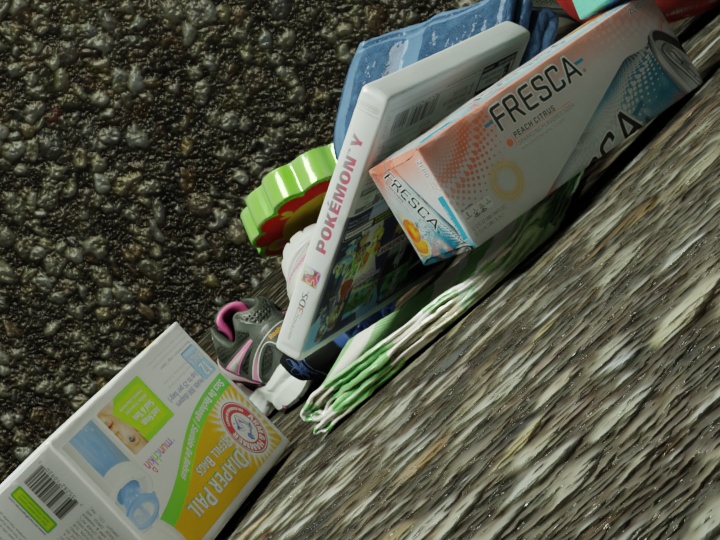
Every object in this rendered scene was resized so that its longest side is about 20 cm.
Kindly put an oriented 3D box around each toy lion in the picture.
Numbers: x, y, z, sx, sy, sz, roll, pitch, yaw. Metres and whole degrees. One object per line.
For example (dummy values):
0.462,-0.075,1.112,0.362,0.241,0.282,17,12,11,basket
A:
0.008,-0.073,1.749,0.191,0.069,0.200,0,-31,-47,toy lion

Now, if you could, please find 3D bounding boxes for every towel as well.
0.052,0.012,1.343,0.200,0.023,0.153,-42,3,20,towel
0.054,-0.136,1.600,0.199,0.048,0.112,-11,59,51,towel

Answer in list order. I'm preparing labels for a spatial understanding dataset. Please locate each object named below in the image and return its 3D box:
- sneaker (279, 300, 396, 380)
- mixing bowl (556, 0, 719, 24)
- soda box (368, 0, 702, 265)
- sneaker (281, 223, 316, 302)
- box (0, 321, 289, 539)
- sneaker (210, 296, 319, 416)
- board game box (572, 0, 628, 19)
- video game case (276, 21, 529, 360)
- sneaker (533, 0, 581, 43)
0.000,0.000,1.564,0.078,0.070,0.200,-33,16,40,sneaker
0.207,-0.237,1.594,0.199,0.109,0.200,-15,12,3,mixing bowl
0.104,-0.084,1.277,0.200,0.069,0.064,-36,7,-27,soda box
0.022,-0.021,1.669,0.200,0.081,0.088,-38,20,22,sneaker
-0.140,0.132,1.320,0.101,0.113,0.200,-42,3,26,box
-0.078,0.060,1.668,0.080,0.086,0.200,-43,3,-24,sneaker
0.231,-0.214,1.293,0.199,0.045,0.152,-21,-1,-12,board game box
0.028,-0.053,1.359,0.200,0.023,0.183,-32,-34,-57,video game case
0.129,-0.173,1.681,0.199,0.114,0.077,-33,-45,-60,sneaker
